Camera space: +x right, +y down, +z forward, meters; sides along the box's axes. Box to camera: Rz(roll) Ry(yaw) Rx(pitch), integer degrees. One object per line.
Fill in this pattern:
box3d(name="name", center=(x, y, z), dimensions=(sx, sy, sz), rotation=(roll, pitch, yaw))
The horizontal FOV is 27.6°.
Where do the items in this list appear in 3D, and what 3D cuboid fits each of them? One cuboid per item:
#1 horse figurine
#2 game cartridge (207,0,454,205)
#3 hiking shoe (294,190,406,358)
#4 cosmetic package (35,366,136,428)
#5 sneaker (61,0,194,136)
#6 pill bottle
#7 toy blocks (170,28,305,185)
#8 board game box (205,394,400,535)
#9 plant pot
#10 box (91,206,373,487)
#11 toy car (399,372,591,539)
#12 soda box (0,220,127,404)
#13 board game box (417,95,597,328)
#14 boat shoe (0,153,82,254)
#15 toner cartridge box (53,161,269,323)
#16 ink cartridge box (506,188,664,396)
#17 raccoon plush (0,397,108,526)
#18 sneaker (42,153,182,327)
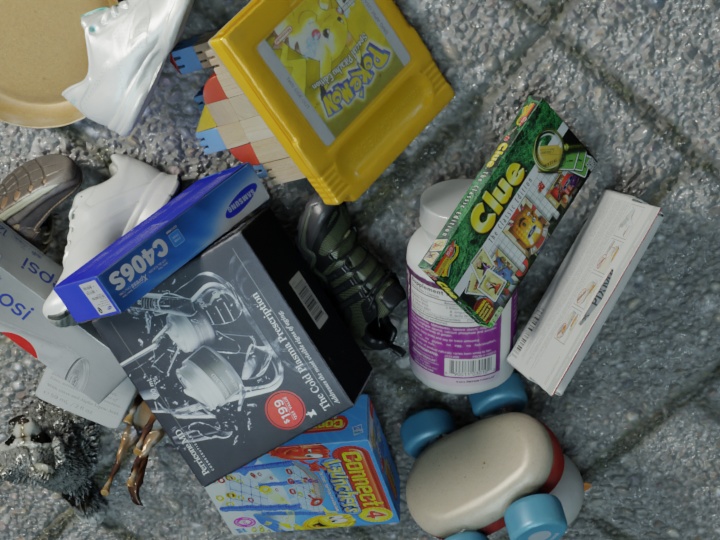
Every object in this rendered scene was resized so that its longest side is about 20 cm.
box3d(name="horse figurine", center=(-0.232, 0.168, 1.599), dimensions=(0.050, 0.133, 0.200), rotation=(22, 133, 1))
box3d(name="game cartridge", center=(-0.020, -0.183, 1.334), dimensions=(0.032, 0.176, 0.200), rotation=(2, 134, 56))
box3d(name="hiking shoe", center=(0.000, 0.000, 1.474), dimensions=(0.101, 0.076, 0.200), rotation=(11, 135, 27))
box3d(name="cosmetic package", center=(-0.262, 0.062, 1.553), dimensions=(0.102, 0.074, 0.200), rotation=(23, 122, -8))
box3d(name="sneaker", center=(-0.210, -0.227, 1.352), dimensions=(0.088, 0.075, 0.200), rotation=(27, 103, -6))
box3d(name="pill bottle", center=(0.102, 0.015, 1.465), dimensions=(0.112, 0.112, 0.200), rotation=(1, 121, 5))
box3d(name="toy blocks", center=(-0.101, -0.157, 1.402), dimensions=(0.137, 0.100, 0.200), rotation=(-12, 119, 26))
box3d(name="board game box", center=(-0.068, 0.215, 1.594), dimensions=(0.196, 0.056, 0.200), rotation=(-6, 144, 10))
box3d(name="plant pot", center=(-0.318, -0.232, 1.405), dimensions=(0.200, 0.027, 0.200), rotation=(3, 122, 5))
box3d(name="box", center=(-0.121, 0.074, 1.423), dimensions=(0.182, 0.104, 0.200), rotation=(-30, 98, 19))
box3d(name="toy car", center=(0.167, 0.241, 1.592), dimensions=(0.177, 0.184, 0.200), rotation=(-32, 142, 22))
box3d(name="soda box", center=(-0.313, 0.042, 1.468), dimensions=(0.200, 0.063, 0.068), rotation=(40, 118, -17))
box3d(name="board game box", center=(0.142, -0.055, 1.385), dimensions=(0.105, 0.023, 0.200), rotation=(41, 76, -33))
box3d(name="boat shoe", center=(-0.348, -0.051, 1.501), dimensions=(0.200, 0.075, 0.073), rotation=(-28, 125, 30))
box3d(name="toner cartridge box", center=(-0.185, -0.027, 1.379), dimensions=(0.095, 0.200, 0.043), rotation=(-10, 116, 53))
box3d(name="ink cartridge box", center=(0.222, 0.024, 1.384), dimensions=(0.044, 0.174, 0.200), rotation=(29, 93, -12))
box3d(name="raccoon plush", center=(-0.331, 0.235, 1.628), dimensions=(0.097, 0.134, 0.200), rotation=(-23, 116, 17))
box3d(name="sneaker", center=(-0.257, -0.029, 1.448), dimensions=(0.087, 0.200, 0.075), rotation=(30, 151, 3))
